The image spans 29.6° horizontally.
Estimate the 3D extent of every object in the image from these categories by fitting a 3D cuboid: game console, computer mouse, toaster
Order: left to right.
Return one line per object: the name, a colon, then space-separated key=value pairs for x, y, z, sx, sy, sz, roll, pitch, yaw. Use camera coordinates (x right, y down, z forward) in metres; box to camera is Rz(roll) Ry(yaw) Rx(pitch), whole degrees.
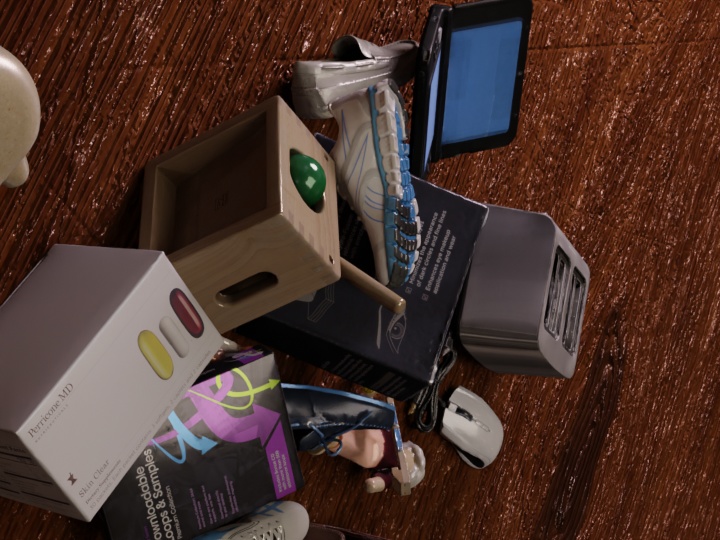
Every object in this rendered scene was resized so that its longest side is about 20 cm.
computer mouse: x=0.132 y=0.182 z=1.689 sx=0.200 sy=0.044 sz=0.111 roll=44 pitch=60 yaw=-42
game console: x=0.123 y=-0.191 z=1.536 sx=0.177 sy=0.115 sz=0.202 roll=-74 pitch=169 yaw=-52
toaster: x=0.194 y=0.036 z=1.661 sx=0.181 sy=0.118 sz=0.202 roll=38 pitch=60 yaw=-60

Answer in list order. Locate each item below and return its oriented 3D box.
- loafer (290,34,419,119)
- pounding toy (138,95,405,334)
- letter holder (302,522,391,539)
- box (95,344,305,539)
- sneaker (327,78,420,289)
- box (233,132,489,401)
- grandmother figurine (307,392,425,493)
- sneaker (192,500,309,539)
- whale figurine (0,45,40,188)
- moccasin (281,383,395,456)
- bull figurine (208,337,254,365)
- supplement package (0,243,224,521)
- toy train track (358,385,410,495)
loafer: x=-0.001 y=-0.223 z=1.479 sx=0.200 sy=0.069 sz=0.071 roll=-33 pitch=120 yaw=-46
pounding toy: x=-0.082 y=-0.033 z=1.248 sx=0.142 sy=0.199 sz=0.185 roll=48 pitch=27 yaw=-41
letter holder: x=-0.013 y=0.384 z=1.457 sx=0.100 sy=0.141 sz=0.202 roll=22 pitch=77 yaw=-48
box: x=-0.155 y=0.171 z=1.256 sx=0.199 sy=0.036 sz=0.144 roll=-22 pitch=110 yaw=-25
sneaker: x=0.007 y=-0.080 z=1.326 sx=0.075 sy=0.086 sz=0.202 roll=17 pitch=67 yaw=-70
box: x=0.000 y=0.000 z=1.390 sx=0.198 sy=0.117 sz=0.198 roll=23 pitch=71 yaw=-7
grandmother figurine: x=0.010 y=0.197 z=1.538 sx=0.200 sy=0.060 sz=0.122 roll=38 pitch=50 yaw=-47
sneaker: x=-0.115 y=0.286 z=1.384 sx=0.199 sy=0.072 sz=0.073 roll=-15 pitch=103 yaw=-50
whale figurine: x=-0.340 y=-0.096 z=1.085 sx=0.158 sy=0.103 sz=0.202 roll=6 pitch=113 yaw=-49
moccasin: x=-0.062 y=0.154 z=1.402 sx=0.198 sy=0.080 sz=0.069 roll=8 pitch=80 yaw=-14
bull figurine: x=-0.169 y=0.144 z=1.300 sx=0.201 sy=0.065 sz=0.122 roll=-55 pitch=129 yaw=-17
supplement package: x=-0.244 y=0.087 z=1.149 sx=0.201 sy=0.155 sz=0.111 roll=-55 pitch=130 yaw=-31
toy train track: x=0.022 y=0.156 z=1.481 sx=0.115 sy=0.032 sz=0.201 roll=87 pitch=-7 yaw=-47
